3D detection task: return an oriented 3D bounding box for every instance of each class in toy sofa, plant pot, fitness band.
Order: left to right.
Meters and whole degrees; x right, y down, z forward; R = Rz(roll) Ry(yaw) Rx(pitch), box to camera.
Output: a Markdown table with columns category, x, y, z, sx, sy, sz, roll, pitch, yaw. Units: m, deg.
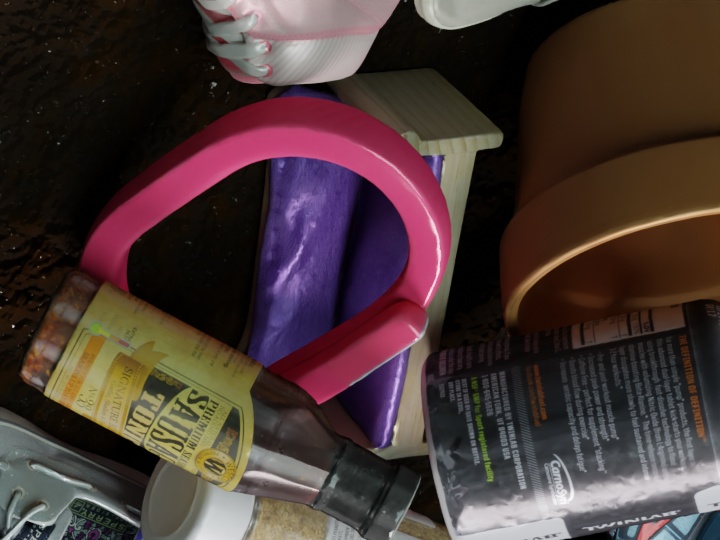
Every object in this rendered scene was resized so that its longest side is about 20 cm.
| category | x | y | z | sx | sy | sz | roll | pitch | yaw |
| --- | --- | --- | --- | --- | --- | --- | --- | --- | --- |
| fitness band | -0.048 | -0.003 | 1.339 | 0.200 | 0.037 | 0.144 | -32 | 108 | 29 |
| toy sofa | 0.000 | 0.000 | 1.410 | 0.097 | 0.083 | 0.201 | -6 | 121 | -27 |
| plant pot | 0.161 | -0.050 | 1.399 | 0.199 | 0.141 | 0.200 | -7 | 155 | -3 |

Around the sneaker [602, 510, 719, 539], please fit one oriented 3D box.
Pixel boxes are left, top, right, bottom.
| category | x | y | z | sx | sy | sz | roll | pitch | yaw |
| --- | --- | --- | --- | --- | --- | --- | --- | --- | --- |
| sneaker | 0.171 | 0.129 | 1.603 | 0.200 | 0.079 | 0.095 | -48 | 115 | -2 |

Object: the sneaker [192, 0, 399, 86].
| category | x | y | z | sx | sy | sz | roll | pitch | yaw |
| --- | --- | --- | --- | --- | --- | --- | --- | --- | --- |
| sneaker | -0.063 | -0.143 | 1.290 | 0.199 | 0.075 | 0.105 | 14 | 106 | -39 |

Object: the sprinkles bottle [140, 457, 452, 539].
| category | x | y | z | sx | sy | sz | roll | pitch | yaw |
| --- | --- | --- | --- | --- | --- | --- | --- | --- | --- |
| sprinkles bottle | -0.016 | 0.145 | 1.412 | 0.199 | 0.068 | 0.068 | 23 | 106 | -32 |

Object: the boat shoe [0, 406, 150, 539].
| category | x | y | z | sx | sy | sz | roll | pitch | yaw |
| --- | --- | --- | --- | --- | --- | --- | --- | --- | --- |
| boat shoe | -0.169 | 0.122 | 1.399 | 0.200 | 0.072 | 0.070 | 22 | 107 | -37 |

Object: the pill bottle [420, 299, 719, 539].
| category | x | y | z | sx | sy | sz | roll | pitch | yaw |
| --- | --- | --- | --- | --- | --- | --- | --- | --- | --- |
| pill bottle | 0.137 | 0.075 | 1.366 | 0.199 | 0.107 | 0.107 | -11 | 128 | 9 |

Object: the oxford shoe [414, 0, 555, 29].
| category | x | y | z | sx | sy | sz | roll | pitch | yaw |
| --- | --- | --- | --- | --- | --- | --- | --- | --- | --- |
| oxford shoe | 0.113 | -0.170 | 1.361 | 0.199 | 0.058 | 0.076 | -24 | 135 | -28 |

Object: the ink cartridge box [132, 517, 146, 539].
| category | x | y | z | sx | sy | sz | roll | pitch | yaw |
| --- | --- | --- | --- | --- | --- | --- | --- | --- | --- |
| ink cartridge box | -0.041 | 0.185 | 1.438 | 0.200 | 0.095 | 0.037 | 43 | 133 | -16 |

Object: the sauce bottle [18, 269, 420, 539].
| category | x | y | z | sx | sy | sz | roll | pitch | yaw |
| --- | --- | --- | --- | --- | --- | --- | --- | --- | --- |
| sauce bottle | -0.066 | 0.070 | 1.320 | 0.199 | 0.066 | 0.066 | 27 | 108 | 0 |
